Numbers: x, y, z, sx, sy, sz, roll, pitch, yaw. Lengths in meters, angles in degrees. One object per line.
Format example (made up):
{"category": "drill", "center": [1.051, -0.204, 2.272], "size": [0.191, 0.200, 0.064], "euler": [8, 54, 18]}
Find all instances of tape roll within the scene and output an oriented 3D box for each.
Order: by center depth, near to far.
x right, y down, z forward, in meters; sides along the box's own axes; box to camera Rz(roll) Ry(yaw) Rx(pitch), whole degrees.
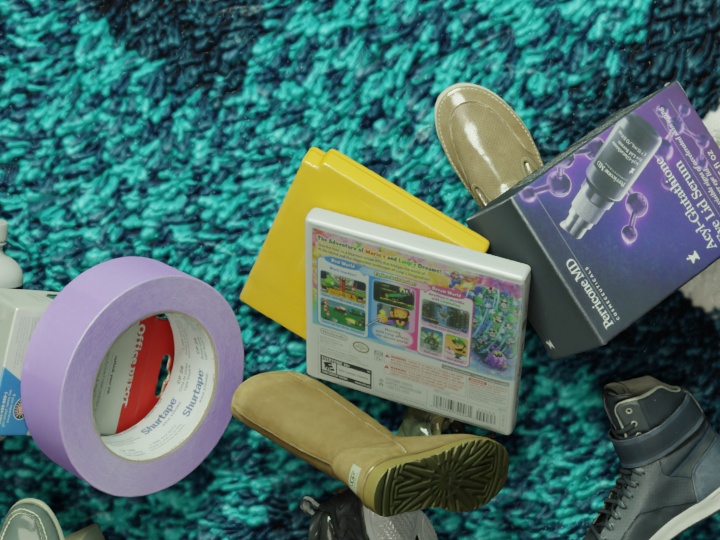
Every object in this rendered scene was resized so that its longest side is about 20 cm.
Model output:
{"category": "tape roll", "center": [-0.198, 0.093, 1.548], "size": [0.065, 0.199, 0.203], "euler": [21, 100, 43]}

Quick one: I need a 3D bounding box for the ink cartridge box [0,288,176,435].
{"category": "ink cartridge box", "center": [-0.257, 0.084, 1.583], "size": [0.067, 0.199, 0.118], "euler": [21, 100, 42]}

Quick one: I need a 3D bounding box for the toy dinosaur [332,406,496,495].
{"category": "toy dinosaur", "center": [0.067, 0.152, 1.603], "size": [0.088, 0.047, 0.201], "euler": [38, 100, 14]}

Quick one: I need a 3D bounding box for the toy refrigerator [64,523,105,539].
{"category": "toy refrigerator", "center": [-0.325, 0.317, 1.647], "size": [0.198, 0.070, 0.077], "euler": [-25, 93, 7]}

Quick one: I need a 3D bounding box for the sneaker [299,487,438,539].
{"category": "sneaker", "center": [0.018, 0.274, 1.610], "size": [0.113, 0.076, 0.202], "euler": [-12, 116, 30]}

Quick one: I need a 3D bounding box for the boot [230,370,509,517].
{"category": "boot", "center": [0.010, 0.143, 1.553], "size": [0.199, 0.174, 0.067], "euler": [28, 109, 46]}

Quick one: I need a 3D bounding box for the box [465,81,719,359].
{"category": "box", "center": [0.216, -0.041, 1.497], "size": [0.199, 0.104, 0.149], "euler": [-36, 93, -21]}

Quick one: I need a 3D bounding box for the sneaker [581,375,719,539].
{"category": "sneaker", "center": [0.229, 0.184, 1.566], "size": [0.201, 0.077, 0.147], "euler": [-36, 103, -1]}

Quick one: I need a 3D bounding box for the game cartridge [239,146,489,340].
{"category": "game cartridge", "center": [0.000, 0.000, 1.544], "size": [0.175, 0.033, 0.201], "euler": [31, 133, 1]}

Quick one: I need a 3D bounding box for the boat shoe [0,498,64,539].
{"category": "boat shoe", "center": [-0.308, 0.308, 1.580], "size": [0.072, 0.062, 0.203], "euler": [7, 90, 10]}

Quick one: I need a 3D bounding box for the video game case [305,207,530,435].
{"category": "video game case", "center": [0.046, 0.045, 1.520], "size": [0.198, 0.024, 0.184], "euler": [16, 132, 17]}

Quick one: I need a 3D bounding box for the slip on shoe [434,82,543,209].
{"category": "slip on shoe", "center": [0.130, -0.076, 1.562], "size": [0.075, 0.061, 0.202], "euler": [-26, 93, 8]}

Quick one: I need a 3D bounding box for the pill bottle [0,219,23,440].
{"category": "pill bottle", "center": [-0.366, 0.053, 1.600], "size": [0.111, 0.112, 0.203], "euler": [7, 97, 5]}
